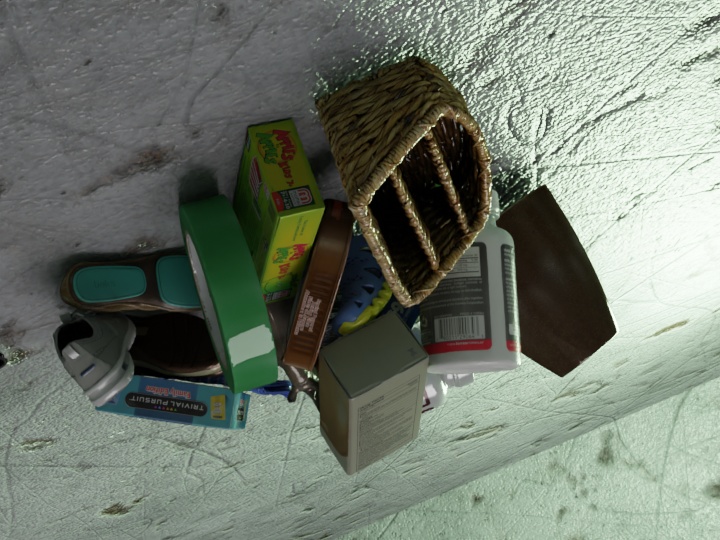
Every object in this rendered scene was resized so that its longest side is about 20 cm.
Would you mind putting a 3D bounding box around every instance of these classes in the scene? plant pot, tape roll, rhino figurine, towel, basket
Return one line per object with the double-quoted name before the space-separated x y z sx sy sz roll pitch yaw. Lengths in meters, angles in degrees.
"plant pot" 0.224 0.028 1.450 0.187 0.200 0.187 -38 173 -6
"tape roll" -0.136 0.024 1.183 0.048 0.201 0.200 -17 158 -12
"rhino figurine" -0.085 0.076 1.336 0.060 0.200 0.087 -20 -170 5
"towel" -0.198 0.145 1.505 0.200 0.024 0.145 5 175 14
"basket" 0.062 -0.084 1.119 0.143 0.149 0.200 -22 142 4

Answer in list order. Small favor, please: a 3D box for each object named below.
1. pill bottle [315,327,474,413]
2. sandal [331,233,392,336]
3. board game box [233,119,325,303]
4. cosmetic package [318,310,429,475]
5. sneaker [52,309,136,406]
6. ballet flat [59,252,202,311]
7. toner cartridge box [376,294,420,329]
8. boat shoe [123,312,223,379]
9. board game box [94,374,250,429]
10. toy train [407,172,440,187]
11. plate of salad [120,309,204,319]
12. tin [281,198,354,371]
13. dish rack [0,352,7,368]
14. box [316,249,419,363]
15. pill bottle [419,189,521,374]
"pill bottle" 0.041 0.142 1.515 0.200 0.113 0.113 -21 159 -1
"sandal" 0.000 0.000 1.316 0.080 0.087 0.200 -52 -172 39
"board game box" -0.089 -0.054 1.175 0.048 0.102 0.200 -13 157 -18
"cosmetic package" 0.012 0.141 1.301 0.105 0.071 0.200 -26 151 -19
"sneaker" -0.290 0.067 1.244 0.075 0.200 0.082 -39 114 -4
"ballet flat" -0.240 0.019 1.278 0.200 0.068 0.072 -5 174 -35
"toner cartridge box" 0.061 0.014 1.383 0.200 0.043 0.095 -60 -175 -33
"boat shoe" -0.224 0.091 1.330 0.202 0.075 0.075 9 152 27
"board game box" -0.214 0.155 1.360 0.151 0.047 0.200 8 173 0
"toy train" 0.081 -0.105 1.297 0.056 0.042 0.200 -22 161 30
"plate of salad" -0.200 0.076 1.414 0.200 0.048 0.200 9 152 5
"tin" -0.045 0.015 1.221 0.042 0.112 0.200 16 123 -2
"dish rack" -0.502 0.101 1.235 0.200 0.055 0.153 -25 158 11
"box" -0.029 0.049 1.498 0.200 0.086 0.164 0 151 -43
"pill bottle" 0.119 0.012 1.291 0.111 0.200 0.111 -2 170 0
